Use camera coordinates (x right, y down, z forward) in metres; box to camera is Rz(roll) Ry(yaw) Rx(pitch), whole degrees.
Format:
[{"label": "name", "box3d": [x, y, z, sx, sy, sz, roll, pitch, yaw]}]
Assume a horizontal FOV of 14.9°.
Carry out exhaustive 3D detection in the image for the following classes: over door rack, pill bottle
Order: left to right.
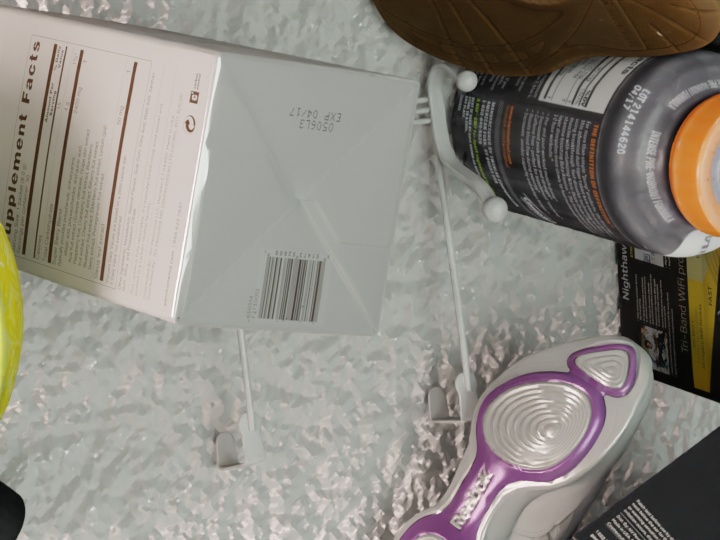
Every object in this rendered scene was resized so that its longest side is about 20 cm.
[{"label": "over door rack", "box3d": [0.000, 0.000, 1.416, 0.147, 0.067, 0.201, -9, 105, -29]}, {"label": "pill bottle", "box3d": [0.140, -0.066, 1.409, 0.106, 0.200, 0.107, -7, 105, -30]}]

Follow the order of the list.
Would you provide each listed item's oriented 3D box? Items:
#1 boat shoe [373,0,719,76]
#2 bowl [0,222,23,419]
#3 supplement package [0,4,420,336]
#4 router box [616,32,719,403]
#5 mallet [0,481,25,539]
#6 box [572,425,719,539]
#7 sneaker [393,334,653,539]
[{"label": "boat shoe", "box3d": [0.100, -0.149, 1.385, 0.072, 0.199, 0.072, 54, 49, -37]}, {"label": "bowl", "box3d": [-0.230, 0.008, 1.237, 0.108, 0.199, 0.201, -46, 132, -66]}, {"label": "supplement package", "box3d": [-0.088, -0.048, 1.264, 0.121, 0.200, 0.120, 4, 98, -41]}, {"label": "router box", "box3d": [0.202, -0.029, 1.481, 0.052, 0.157, 0.201, -13, 108, -29]}, {"label": "mallet", "box3d": [-0.245, 0.172, 1.322, 0.200, 0.041, 0.066, -51, 122, -8]}, {"label": "box", "box3d": [0.189, 0.169, 1.455, 0.141, 0.079, 0.200, -32, 151, -14]}, {"label": "sneaker", "box3d": [0.089, 0.115, 1.477, 0.200, 0.075, 0.100, -51, 153, 13]}]
